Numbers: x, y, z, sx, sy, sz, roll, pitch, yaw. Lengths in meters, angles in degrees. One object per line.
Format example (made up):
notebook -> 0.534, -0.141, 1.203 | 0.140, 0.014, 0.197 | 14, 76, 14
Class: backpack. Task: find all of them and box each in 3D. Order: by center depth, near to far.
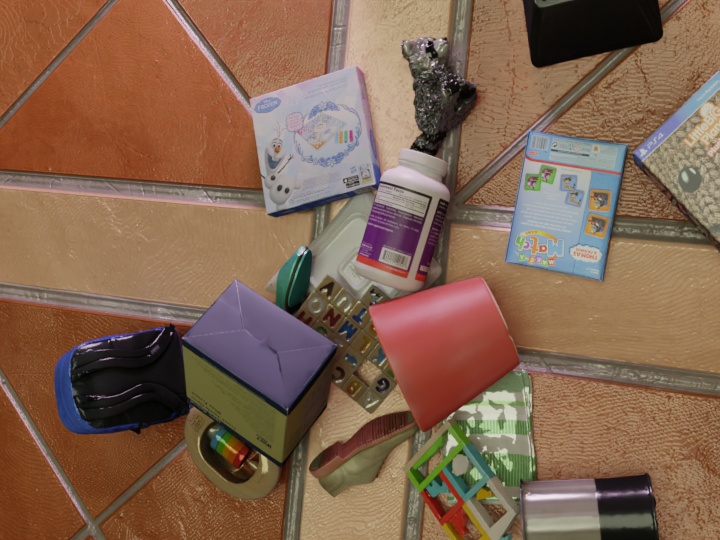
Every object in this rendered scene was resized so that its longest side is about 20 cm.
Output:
backpack -> -0.406, 0.196, 1.515 | 0.167, 0.198, 0.165 | -27, 76, 48

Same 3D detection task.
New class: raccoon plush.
raccoon plush -> 0.087, -0.268, 1.428 | 0.134, 0.096, 0.201 | 44, 102, 23

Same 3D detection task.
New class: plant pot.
plant pot -> 0.318, -0.430, 1.303 | 0.196, 0.177, 0.204 | -9, 85, 18
plant pot -> 0.129, 0.111, 1.353 | 0.175, 0.200, 0.203 | -24, 81, 1

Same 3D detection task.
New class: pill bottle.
pill bottle -> 0.068, -0.075, 1.383 | 0.111, 0.112, 0.203 | 18, 92, 18

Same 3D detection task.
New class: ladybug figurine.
ladybug figurine -> -0.208, 0.293, 1.520 | 0.199, 0.072, 0.137 | 40, 101, 16

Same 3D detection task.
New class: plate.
plate -> 0.000, 0.000, 1.478 | 0.200, 0.032, 0.200 | -46, 75, 12

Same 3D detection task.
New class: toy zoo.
toy zoo -> 0.159, 0.343, 1.379 | 0.201, 0.020, 0.132 | 53, 126, 23

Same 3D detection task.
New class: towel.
towel -> 0.195, 0.258, 1.407 | 0.150, 0.023, 0.204 | -5, 87, 20

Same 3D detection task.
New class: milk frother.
milk frother -> 0.320, 0.389, 1.262 | 0.185, 0.200, 0.184 | -6, 96, 12

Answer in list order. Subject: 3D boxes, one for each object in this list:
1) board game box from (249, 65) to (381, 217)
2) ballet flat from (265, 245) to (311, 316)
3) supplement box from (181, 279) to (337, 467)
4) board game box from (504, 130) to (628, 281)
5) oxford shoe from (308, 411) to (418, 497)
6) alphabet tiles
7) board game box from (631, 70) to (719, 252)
board game box -> -0.074, -0.209, 1.497 | 0.197, 0.043, 0.203 | -13, 80, 19
ballet flat -> -0.125, 0.052, 1.483 | 0.069, 0.067, 0.204 | 15, 111, 22
supplement box -> -0.158, 0.162, 1.417 | 0.198, 0.201, 0.135 | 31, 56, 15
board game box -> 0.308, -0.097, 1.370 | 0.149, 0.037, 0.204 | 11, 92, 19
oxford shoe -> 0.017, 0.292, 1.456 | 0.198, 0.071, 0.074 | -30, 104, 15
alphabet tiles -> -0.007, 0.106, 1.453 | 0.199, 0.008, 0.168 | 39, 101, -6
board game box -> 0.506, -0.142, 1.271 | 0.159, 0.097, 0.201 | -44, 76, 13
